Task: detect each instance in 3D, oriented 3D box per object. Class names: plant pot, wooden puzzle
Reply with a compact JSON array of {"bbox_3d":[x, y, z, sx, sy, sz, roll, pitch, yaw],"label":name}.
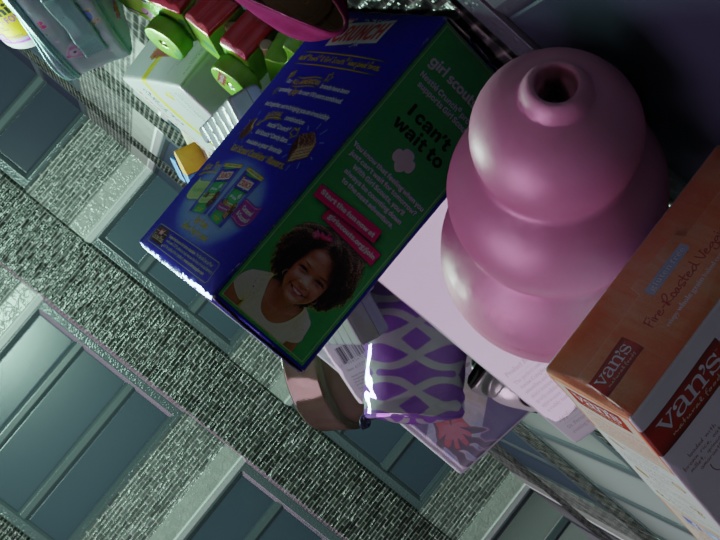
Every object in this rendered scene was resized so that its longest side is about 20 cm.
[{"bbox_3d":[0.038,0.063,1.160,0.173,0.200,0.200,-2,153,25],"label":"plant pot"},{"bbox_3d":[-0.160,-0.081,1.238,0.185,0.046,0.200,-147,36,-73],"label":"wooden puzzle"}]

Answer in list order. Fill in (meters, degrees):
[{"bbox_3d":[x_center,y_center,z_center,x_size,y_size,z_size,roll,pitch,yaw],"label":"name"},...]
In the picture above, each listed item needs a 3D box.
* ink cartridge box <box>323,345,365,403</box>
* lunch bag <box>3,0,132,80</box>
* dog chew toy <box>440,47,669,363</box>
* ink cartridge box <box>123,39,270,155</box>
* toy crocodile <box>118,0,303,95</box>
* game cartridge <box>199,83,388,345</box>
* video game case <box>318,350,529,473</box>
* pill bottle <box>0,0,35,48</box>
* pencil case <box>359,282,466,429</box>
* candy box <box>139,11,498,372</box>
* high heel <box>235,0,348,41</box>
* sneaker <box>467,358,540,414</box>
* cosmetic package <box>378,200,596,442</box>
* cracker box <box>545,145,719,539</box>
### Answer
[{"bbox_3d":[0.000,0.000,0.996,0.200,0.116,0.068,58,-163,-14],"label":"ink cartridge box"},{"bbox_3d":[-0.248,-0.248,0.891,0.200,0.077,0.161,63,-173,-69],"label":"lunch bag"},{"bbox_3d":[0.097,-0.034,0.569,0.124,0.125,0.200,36,165,23],"label":"dog chew toy"},{"bbox_3d":[-0.114,-0.152,1.036,0.145,0.083,0.200,42,173,-26],"label":"ink cartridge box"},{"bbox_3d":[-0.109,-0.187,0.866,0.200,0.068,0.062,33,167,26],"label":"toy crocodile"},{"bbox_3d":[-0.051,-0.036,0.866,0.200,0.038,0.130,62,159,-6],"label":"game cartridge"},{"bbox_3d":[0.082,0.068,1.060,0.200,0.182,0.023,40,-160,-10],"label":"video game case"},{"bbox_3d":[-0.434,-0.355,1.336,0.104,0.104,0.200,34,172,36],"label":"pill bottle"},{"bbox_3d":[0.045,0.024,0.896,0.084,0.201,0.085,1,176,17],"label":"pencil case"},{"bbox_3d":[-0.025,-0.058,0.690,0.077,0.200,0.169,41,174,-26],"label":"candy box"},{"bbox_3d":[-0.088,-0.201,0.653,0.200,0.068,0.096,26,-169,-31],"label":"high heel"},{"bbox_3d":[0.139,0.064,0.933,0.088,0.074,0.200,29,-155,-3],"label":"sneaker"},{"bbox_3d":[0.114,0.017,0.800,0.200,0.074,0.102,41,129,-3],"label":"cosmetic package"},{"bbox_3d":[0.189,0.055,0.558,0.200,0.134,0.058,44,171,-39],"label":"cracker box"}]
